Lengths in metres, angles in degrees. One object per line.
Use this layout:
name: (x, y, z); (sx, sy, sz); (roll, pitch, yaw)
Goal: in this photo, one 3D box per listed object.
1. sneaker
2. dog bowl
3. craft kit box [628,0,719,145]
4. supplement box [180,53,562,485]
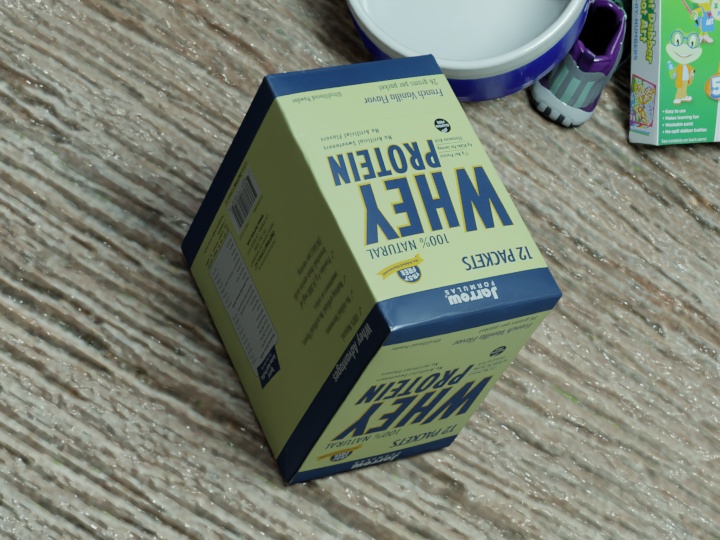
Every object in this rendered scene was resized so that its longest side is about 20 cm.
sneaker: (0.205, -0.207, 1.727); (0.074, 0.088, 0.201); (26, 48, -4)
dog bowl: (0.084, -0.237, 1.637); (0.199, 0.079, 0.201); (-1, 74, 5)
craft kit box: (0.315, -0.207, 1.730); (0.199, 0.048, 0.199); (-5, 97, -29)
supplement box: (0.000, 0.000, 1.390); (0.134, 0.200, 0.200); (-11, 61, -30)
